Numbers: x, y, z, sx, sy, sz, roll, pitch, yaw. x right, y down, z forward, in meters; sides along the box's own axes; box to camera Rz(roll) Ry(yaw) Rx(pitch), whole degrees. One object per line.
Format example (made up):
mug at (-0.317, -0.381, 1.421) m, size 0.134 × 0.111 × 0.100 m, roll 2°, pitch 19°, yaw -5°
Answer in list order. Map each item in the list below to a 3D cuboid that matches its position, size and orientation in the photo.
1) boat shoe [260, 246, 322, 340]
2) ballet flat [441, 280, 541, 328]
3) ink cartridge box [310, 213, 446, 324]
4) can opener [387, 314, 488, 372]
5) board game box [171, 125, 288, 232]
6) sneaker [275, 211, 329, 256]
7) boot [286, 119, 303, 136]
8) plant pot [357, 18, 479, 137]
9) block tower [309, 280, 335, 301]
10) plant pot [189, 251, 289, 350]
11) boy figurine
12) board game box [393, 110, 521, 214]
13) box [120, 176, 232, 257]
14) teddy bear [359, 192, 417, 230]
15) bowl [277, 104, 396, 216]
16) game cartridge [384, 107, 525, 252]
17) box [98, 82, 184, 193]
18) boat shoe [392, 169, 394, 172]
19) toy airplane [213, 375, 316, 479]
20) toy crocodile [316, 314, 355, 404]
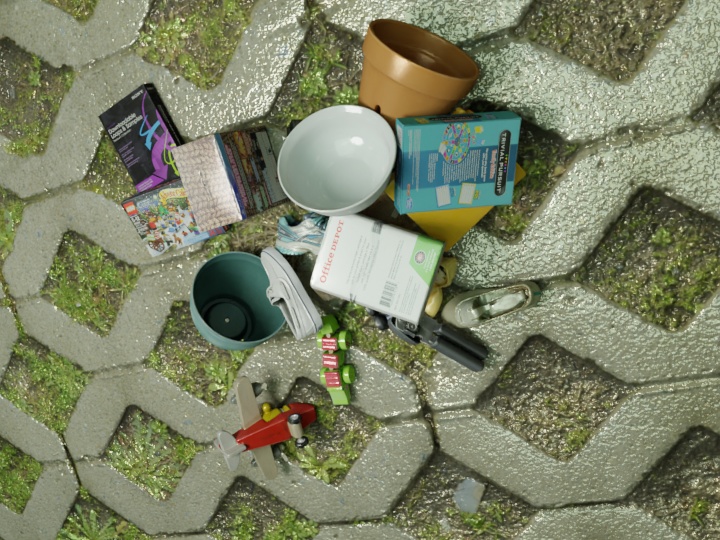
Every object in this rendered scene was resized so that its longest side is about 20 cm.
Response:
boat shoe at (-0.151, 0.044, 1.403) m, size 0.200 × 0.065 × 0.074 m, roll 54°, pitch 155°, yaw 16°
ballet flat at (0.235, 0.065, 1.319) m, size 0.199 × 0.069 × 0.070 m, roll -21°, pitch 97°, yaw 25°
ink cartridge box at (0.032, -0.011, 1.238) m, size 0.199 × 0.084 × 0.146 m, roll 19°, pitch 98°, yaw 9°
can opener at (0.146, 0.132, 1.357) m, size 0.199 × 0.054 × 0.067 m, roll 30°, pitch 153°, yaw -12°
board game box at (-0.241, -0.178, 1.356) m, size 0.096 × 0.200 × 0.160 m, roll -13°, pitch 99°, yaw 23°
sneaker at (-0.079, -0.074, 1.394) m, size 0.199 × 0.078 × 0.087 m, roll 1°, pitch 102°, yaw 20°
boot at (-0.046, -0.242, 1.317) m, size 0.173 × 0.200 × 0.070 m, roll -5°, pitch 93°, yaw -11°
plant pot at (0.083, -0.313, 1.206) m, size 0.200 × 0.200 × 0.140 m, roll 31°, pitch 124°, yaw 10°
block tower at (0.000, 0.000, 1.377) m, size 0.199 × 0.058 × 0.054 m, roll -18°, pitch 128°, yaw 29°
plant pot at (-0.260, 0.080, 1.457) m, size 0.200 × 0.200 × 0.134 m, roll 46°, pitch 142°, yaw 3°
boy figurine at (0.108, 0.043, 1.363) m, size 0.200 × 0.064 × 0.125 m, roll -32°, pitch 87°, yaw 28°
board game box at (0.157, -0.179, 1.179) m, size 0.199 × 0.047 × 0.152 m, roll -6°, pitch 119°, yaw -12°
box at (-0.388, -0.118, 1.498) m, size 0.199 × 0.038 × 0.137 m, roll -16°, pitch 115°, yaw 23°
teddy bear at (0.054, -0.103, 1.320) m, size 0.200 × 0.067 × 0.145 m, roll -40°, pitch 73°, yaw 0°
bowl at (-0.030, -0.167, 1.184) m, size 0.200 × 0.090 × 0.202 m, roll -5°, pitch 66°, yaw 12°
game cartridge at (0.162, -0.157, 1.237) m, size 0.200 × 0.032 × 0.176 m, roll -45°, pitch 116°, yaw 7°
box at (-0.450, -0.270, 1.499) m, size 0.143 × 0.036 × 0.201 m, roll -26°, pitch 94°, yaw 25°
boat shoe at (0.041, -0.204, 1.306) m, size 0.199 × 0.060 × 0.076 m, roll -20°, pitch 57°, yaw 17°
toy airplane at (-0.218, 0.338, 1.528) m, size 0.199 × 0.141 × 0.201 m, roll 27°, pitch 101°, yaw -23°
toy crocodile at (-0.055, 0.185, 1.464) m, size 0.067 × 0.062 × 0.201 m, roll -1°, pitch 105°, yaw 21°
